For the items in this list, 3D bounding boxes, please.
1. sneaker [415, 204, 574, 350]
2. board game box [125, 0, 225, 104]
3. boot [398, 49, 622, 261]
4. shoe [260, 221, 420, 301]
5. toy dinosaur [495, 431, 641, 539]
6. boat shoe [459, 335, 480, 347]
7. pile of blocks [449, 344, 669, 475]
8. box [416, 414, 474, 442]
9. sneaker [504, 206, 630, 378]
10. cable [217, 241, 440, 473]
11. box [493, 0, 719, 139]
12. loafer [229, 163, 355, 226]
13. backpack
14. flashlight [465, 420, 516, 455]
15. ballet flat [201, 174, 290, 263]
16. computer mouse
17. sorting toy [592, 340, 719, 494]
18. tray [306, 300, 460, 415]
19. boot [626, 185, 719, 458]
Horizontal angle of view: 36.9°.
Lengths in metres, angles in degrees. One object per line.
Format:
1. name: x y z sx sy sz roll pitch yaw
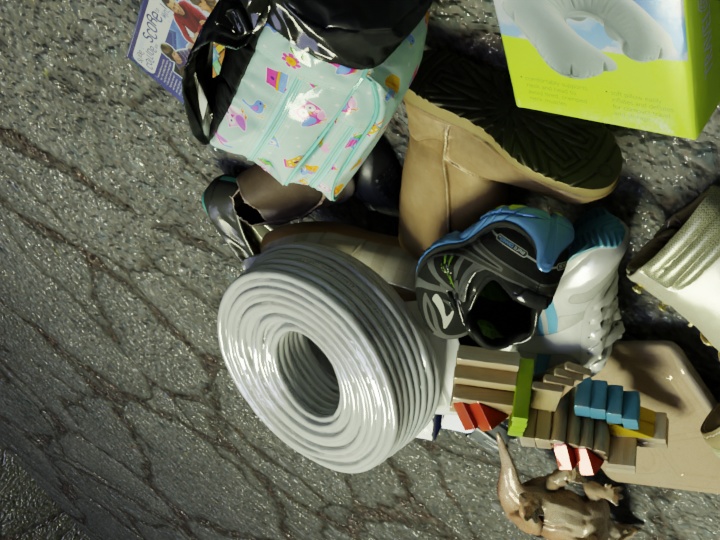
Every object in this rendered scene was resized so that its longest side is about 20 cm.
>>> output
1. sneaker: 0.083 0.017 0.756 0.070 0.083 0.200 17 161 -12
2. board game box: -0.110 -0.187 0.853 0.135 0.035 0.200 40 152 -4
3. boot: 0.101 -0.052 0.787 0.175 0.066 0.201 36 155 24
4. shoe: 0.000 0.000 0.923 0.199 0.054 0.070 6 153 22
5. toy dinosaur: 0.190 0.239 1.052 0.199 0.086 0.136 32 160 -6
6. boat shoe: 0.059 0.062 0.943 0.200 0.072 0.061 27 176 16
7. pile of blocks: 0.154 0.114 0.807 0.199 0.063 0.082 17 155 -16
8. box: 0.013 0.093 1.026 0.198 0.032 0.122 8 113 15
9. sneaker: 0.163 0.027 0.803 0.081 0.077 0.200 35 151 10
10. cable: -0.030 0.072 0.893 0.199 0.069 0.201 -20 101 50
11. box: 0.129 -0.168 0.587 0.121 0.048 0.201 17 147 34
12. loafer: -0.061 -0.068 0.896 0.073 0.071 0.200 59 161 2
13. backpack: -0.030 -0.136 0.686 0.126 0.167 0.200 32 144 -4
14. flashlight: 0.065 0.110 1.072 0.199 0.068 0.068 34 115 0
15. ballet flat: -0.081 -0.010 1.060 0.068 0.068 0.200 -6 130 42
16. computer mouse: 0.018 -0.041 0.926 0.058 0.034 0.201 16 146 34
17. sorting toy: 0.239 0.120 0.914 0.185 0.037 0.199 51 154 -23
18. tray: 0.011 0.080 0.931 0.199 0.022 0.108 -4 114 47
19. boot: 0.247 0.039 0.734 0.154 0.072 0.200 33 145 7
